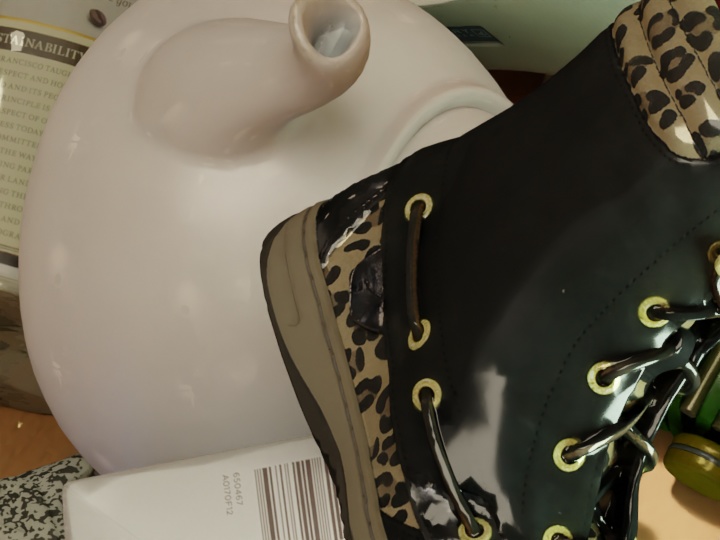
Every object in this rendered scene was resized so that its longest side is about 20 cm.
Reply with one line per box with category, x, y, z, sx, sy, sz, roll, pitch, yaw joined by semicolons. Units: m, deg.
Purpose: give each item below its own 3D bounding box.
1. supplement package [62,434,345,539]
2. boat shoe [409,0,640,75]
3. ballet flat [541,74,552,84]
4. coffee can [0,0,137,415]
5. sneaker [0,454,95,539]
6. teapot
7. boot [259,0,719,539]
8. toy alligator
supplement package;0.012;0.148;0.802;0.151;0.200;0.151;-11;67;6
boat shoe;0.058;-0.109;0.888;0.200;0.070;0.072;4;68;38
ballet flat;0.066;-0.093;0.972;0.199;0.074;0.074;27;76;23
coffee can;-0.108;-0.065;0.943;0.146;0.146;0.201;8;70;14
sneaker;-0.086;0.142;0.901;0.088;0.077;0.200;-27;68;-11
teapot;0.000;0.000;0.837;0.146;0.200;0.198;10;104;34
boot;0.068;0.032;0.660;0.154;0.073;0.204;-37;60;22
toy alligator;0.088;0.024;0.918;0.199;0.054;0.059;27;75;20
